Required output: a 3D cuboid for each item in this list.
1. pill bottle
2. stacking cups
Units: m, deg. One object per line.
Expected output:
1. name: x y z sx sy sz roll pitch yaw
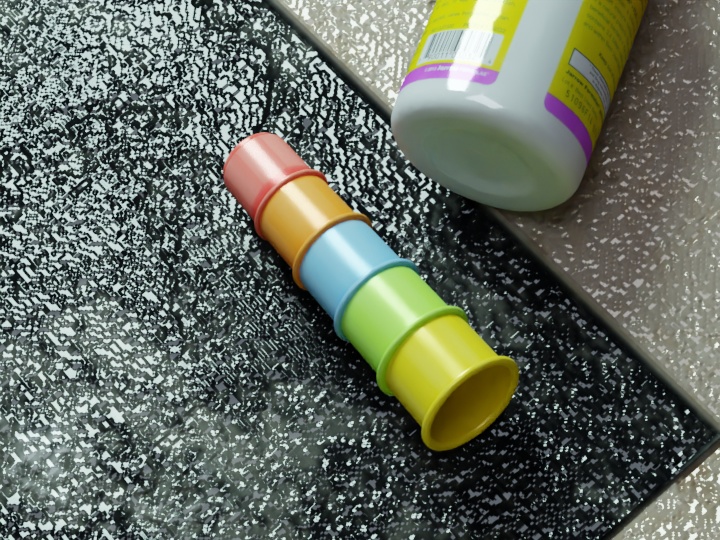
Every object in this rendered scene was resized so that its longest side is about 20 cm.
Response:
1. pill bottle: 0.095 -0.139 1.126 0.103 0.104 0.201 14 67 20
2. stacking cups: 0.000 0.000 1.102 0.060 0.061 0.200 -36 60 -6
